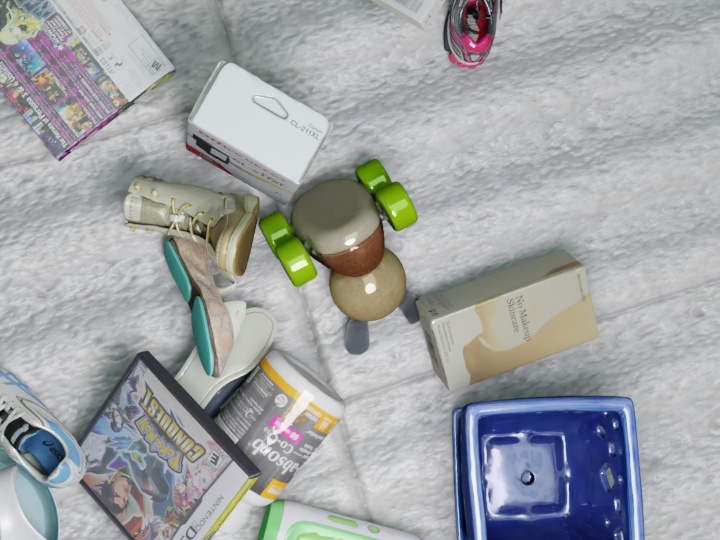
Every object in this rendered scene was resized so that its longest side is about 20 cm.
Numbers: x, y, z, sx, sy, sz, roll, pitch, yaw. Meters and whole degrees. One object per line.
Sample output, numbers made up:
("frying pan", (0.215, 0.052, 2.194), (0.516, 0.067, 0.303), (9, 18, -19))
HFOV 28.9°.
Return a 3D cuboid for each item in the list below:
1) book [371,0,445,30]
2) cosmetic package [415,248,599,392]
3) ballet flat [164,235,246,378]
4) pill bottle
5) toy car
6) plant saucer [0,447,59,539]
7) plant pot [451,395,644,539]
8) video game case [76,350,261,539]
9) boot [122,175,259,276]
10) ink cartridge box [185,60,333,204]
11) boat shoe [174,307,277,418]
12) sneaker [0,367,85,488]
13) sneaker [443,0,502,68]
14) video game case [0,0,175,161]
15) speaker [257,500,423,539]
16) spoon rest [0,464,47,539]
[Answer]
("book", (0.079, -0.408, 1.700), (0.134, 0.048, 0.200), (34, 88, 21))
("cosmetic package", (0.178, 0.059, 1.686), (0.200, 0.071, 0.105), (-21, 113, -7))
("ballet flat", (-0.172, 0.034, 1.630), (0.067, 0.068, 0.200), (-9, 58, -22))
("pill bottle", (-0.118, 0.201, 1.627), (0.116, 0.116, 0.200), (38, 93, -4))
("toy car", (0.000, 0.000, 1.674), (0.164, 0.158, 0.200), (-28, 119, -5))
("plant saucer", (-0.451, 0.301, 1.629), (0.200, 0.027, 0.201), (1, 86, -8))
("plant pot", (0.207, 0.246, 1.640), (0.199, 0.180, 0.201), (-2, 87, -8))
("video game case", (-0.230, 0.225, 1.589), (0.200, 0.025, 0.181), (44, 113, 18))
("boot", (-0.197, -0.056, 1.602), (0.154, 0.200, 0.072), (13, 107, -5))
("ink cartridge box", (-0.122, -0.155, 1.611), (0.146, 0.200, 0.083), (30, 83, -4))
("boat shoe", (-0.172, 0.129, 1.656), (0.075, 0.062, 0.200), (34, 74, 12))
("sneaker", (-0.397, 0.173, 1.611), (0.200, 0.072, 0.072), (40, 83, 13))
("sneaker", (0.144, -0.354, 1.721), (0.080, 0.075, 0.201), (-1, 86, -7))
("video game case", (-0.352, -0.263, 1.671), (0.181, 0.036, 0.200), (-39, 92, -8))
("speaker", (-0.020, 0.333, 1.653), (0.200, 0.088, 0.089), (16, 85, -6))
("spoon rest", (-0.381, 0.323, 1.593), (0.099, 0.061, 0.200), (-21, 89, -8))
